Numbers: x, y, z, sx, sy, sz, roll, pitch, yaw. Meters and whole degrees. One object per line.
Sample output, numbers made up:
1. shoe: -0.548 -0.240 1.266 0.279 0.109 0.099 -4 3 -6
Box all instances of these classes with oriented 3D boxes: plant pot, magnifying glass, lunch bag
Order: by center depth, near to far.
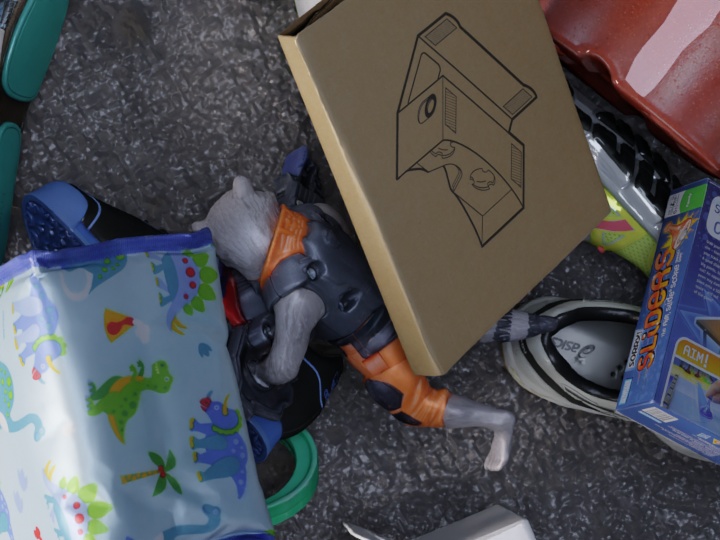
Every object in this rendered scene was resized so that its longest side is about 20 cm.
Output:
1. lunch bag: -0.140 0.083 1.238 0.127 0.200 0.170 -7 80 -33
2. plant pot: 0.200 -0.168 1.315 0.201 0.201 0.195 38 93 -2
3. magnifying glass: -0.123 0.108 1.338 0.200 0.022 0.080 -1 44 5

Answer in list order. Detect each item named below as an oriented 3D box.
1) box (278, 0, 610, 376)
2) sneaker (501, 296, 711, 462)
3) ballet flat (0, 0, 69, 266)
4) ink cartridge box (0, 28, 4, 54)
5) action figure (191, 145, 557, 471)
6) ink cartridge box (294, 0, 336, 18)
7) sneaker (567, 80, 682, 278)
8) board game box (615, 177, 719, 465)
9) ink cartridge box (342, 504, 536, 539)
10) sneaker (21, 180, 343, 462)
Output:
1. box: 0.048 -0.071 1.229 0.163 0.021 0.200 -42 123 -35
2. sneaker: 0.179 0.064 1.347 0.200 0.088 0.076 11 85 -6
3. ballet flat: -0.213 -0.095 1.335 0.074 0.074 0.200 15 83 -4
4. ink cartridge box: -0.277 -0.044 1.282 0.146 0.083 0.200 7 86 38
5. action figure: 0.000 0.000 1.296 0.193 0.105 0.200 28 44 -25
6. ink cartridge box: -0.001 -0.187 1.286 0.076 0.200 0.148 -13 89 -5
7. sneaker: 0.110 -0.049 1.361 0.200 0.078 0.090 43 111 -7
8. board game box: 0.239 0.053 1.324 0.200 0.034 0.135 28 65 -24
9. ink cartridge box: 0.055 0.221 1.309 0.125 0.129 0.200 -22 90 -5
10. sneaker: -0.098 0.015 1.343 0.200 0.070 0.078 45 59 6
